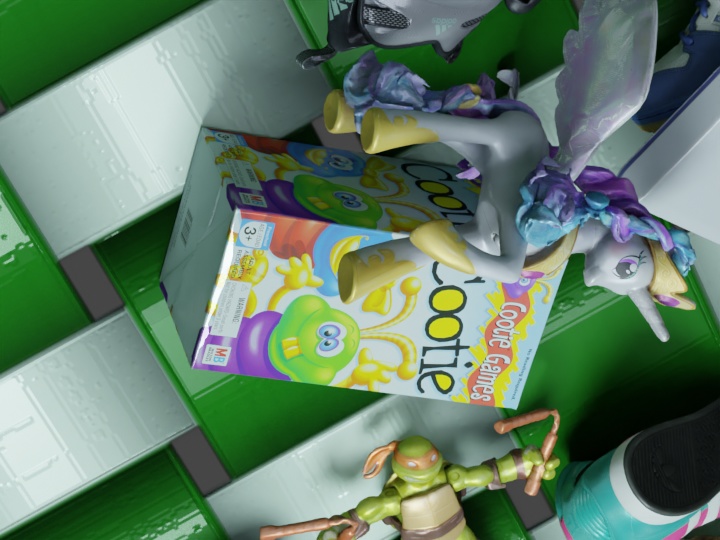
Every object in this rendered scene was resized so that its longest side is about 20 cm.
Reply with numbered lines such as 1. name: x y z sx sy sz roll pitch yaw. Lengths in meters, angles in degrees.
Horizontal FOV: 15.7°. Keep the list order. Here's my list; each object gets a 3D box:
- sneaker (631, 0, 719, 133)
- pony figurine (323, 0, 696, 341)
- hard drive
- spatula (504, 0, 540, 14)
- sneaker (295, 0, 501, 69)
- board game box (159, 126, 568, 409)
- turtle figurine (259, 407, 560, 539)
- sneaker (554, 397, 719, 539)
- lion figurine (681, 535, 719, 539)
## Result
1. sneaker: 0.223 -0.164 1.498 0.200 0.075 0.088 -39 104 5
2. pony figurine: 0.084 -0.058 1.403 0.199 0.194 0.167 6 152 -23
3. hard drive: 0.246 -0.068 1.519 0.132 0.025 0.200 -47 146 18
4. spatula: 0.153 -0.218 1.463 0.056 0.021 0.200 40 104 -18
5. sneaker: -0.005 -0.173 1.409 0.199 0.078 0.140 27 107 -27
6. board game box: 0.000 0.000 1.491 0.199 0.103 0.105 8 116 -20
7. turtle figurine: 0.034 0.158 1.612 0.199 0.064 0.162 -23 130 -14
8. sneaker: 0.194 0.141 1.642 0.199 0.084 0.121 -6 159 -45
9. lion figurine: 0.268 0.183 1.669 0.122 0.073 0.200 25 130 -33
